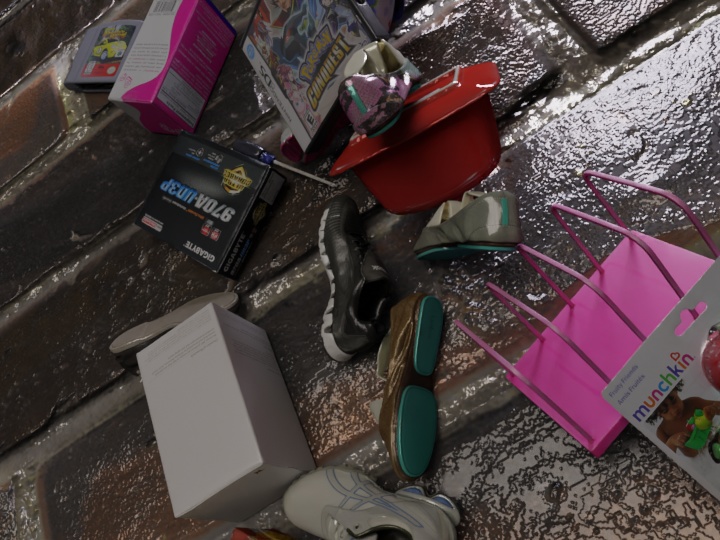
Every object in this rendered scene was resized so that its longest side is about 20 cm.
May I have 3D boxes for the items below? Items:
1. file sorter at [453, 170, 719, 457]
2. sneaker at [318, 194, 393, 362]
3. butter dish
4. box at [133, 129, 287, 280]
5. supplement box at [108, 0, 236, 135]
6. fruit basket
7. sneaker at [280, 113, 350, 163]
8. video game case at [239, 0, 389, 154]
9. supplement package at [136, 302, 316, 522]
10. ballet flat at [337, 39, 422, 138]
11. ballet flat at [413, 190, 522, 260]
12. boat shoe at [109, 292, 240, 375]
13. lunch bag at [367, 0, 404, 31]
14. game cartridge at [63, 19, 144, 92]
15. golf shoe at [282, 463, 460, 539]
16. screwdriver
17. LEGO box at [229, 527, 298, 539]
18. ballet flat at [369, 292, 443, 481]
[{"bbox_3d":[0.204,0.027,0.587,0.200,0.125,0.139,-49,27,1],"label":"file sorter"},{"bbox_3d":[0.000,0.000,0.755,0.090,0.066,0.202,-20,64,42],"label":"sneaker"},{"bbox_3d":[0.086,-0.127,0.738,0.198,0.149,0.200,-24,17,19],"label":"butter dish"},{"bbox_3d":[-0.216,-0.097,0.921,0.199,0.046,0.160,27,88,33],"label":"box"},{"bbox_3d":[-0.294,-0.327,1.030,0.100,0.103,0.202,13,75,29],"label":"supplement box"},{"bbox_3d":[0.326,0.097,0.510,0.200,0.094,0.186,42,91,1],"label":"fruit basket"},{"bbox_3d":[-0.035,-0.236,0.873,0.199,0.081,0.089,-30,61,12],"label":"sneaker"},{"bbox_3d":[-0.064,-0.269,0.766,0.182,0.025,0.200,59,142,13],"label":"video game case"},{"bbox_3d":[-0.155,0.164,0.744,0.119,0.121,0.201,-33,58,10],"label":"supplement package"},{"bbox_3d":[0.019,-0.189,0.650,0.069,0.072,0.200,-26,17,22],"label":"ballet flat"},{"bbox_3d":[0.108,-0.046,0.673,0.067,0.200,0.065,0,88,-15],"label":"ballet flat"},{"bbox_3d":[-0.238,0.085,0.867,0.198,0.057,0.067,-21,26,14],"label":"boat shoe"},{"bbox_3d":[-0.002,-0.398,0.838,0.126,0.171,0.201,6,41,4],"label":"lunch bag"},{"bbox_3d":[-0.441,-0.385,1.169,0.198,0.041,0.134,8,70,29],"label":"game cartridge"},{"bbox_3d":[-0.005,0.247,0.639,0.198,0.097,0.079,-4,97,28],"label":"golf shoe"},{"bbox_3d":[-0.110,-0.148,0.902,0.199,0.029,0.028,25,82,37],"label":"screwdriver"},{"bbox_3d":[-0.084,0.381,0.644,0.148,0.077,0.202,11,75,30],"label":"LEGO box"},{"bbox_3d":[0.044,0.121,0.701,0.072,0.067,0.202,-14,62,44],"label":"ballet flat"}]
